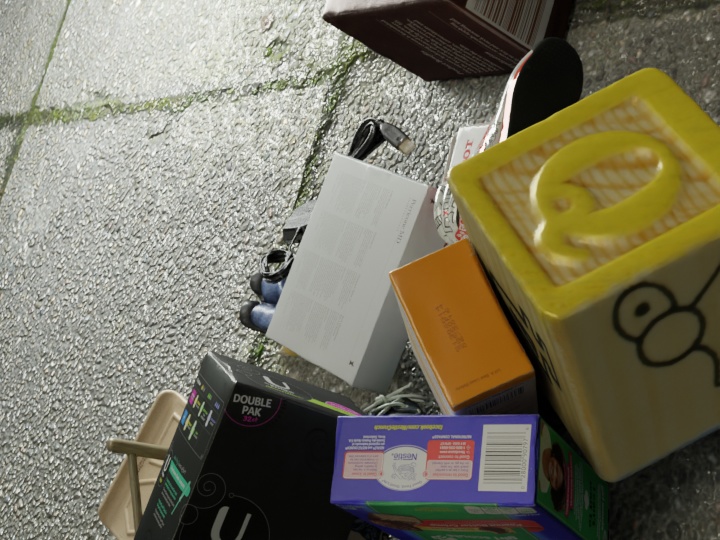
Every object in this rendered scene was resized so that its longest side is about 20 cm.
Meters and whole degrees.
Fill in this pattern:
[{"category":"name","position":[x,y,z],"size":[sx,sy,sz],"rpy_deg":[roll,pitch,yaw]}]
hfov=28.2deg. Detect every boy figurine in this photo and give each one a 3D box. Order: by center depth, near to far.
[{"category":"boy figurine","position":[-0.050,0.035,1.551],"size":[0.200,0.064,0.125],"rpy_deg":[3,72,50]}]

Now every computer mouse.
[{"category":"computer mouse","position":[0.036,-0.067,1.499],"size":[0.141,0.046,0.200],"rpy_deg":[-59,44,25]},{"category":"computer mouse","position":[-0.064,-0.028,1.562],"size":[0.059,0.034,0.200],"rpy_deg":[-11,22,22]}]

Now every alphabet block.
[{"category":"alphabet block","position":[0.206,0.002,1.092],"size":[0.195,0.200,0.196],"rpy_deg":[-28,42,-5]}]

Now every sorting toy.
[{"category":"sorting toy","position":[-0.211,0.257,1.650],"size":[0.200,0.036,0.185],"rpy_deg":[32,95,49]}]

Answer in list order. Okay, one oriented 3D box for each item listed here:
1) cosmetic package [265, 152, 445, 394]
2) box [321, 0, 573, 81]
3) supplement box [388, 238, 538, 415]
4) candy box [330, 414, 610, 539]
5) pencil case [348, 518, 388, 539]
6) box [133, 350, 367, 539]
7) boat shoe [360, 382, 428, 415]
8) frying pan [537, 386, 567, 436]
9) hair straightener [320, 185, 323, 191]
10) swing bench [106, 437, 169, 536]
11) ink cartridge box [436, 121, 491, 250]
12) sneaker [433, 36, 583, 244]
[{"category":"cosmetic package","position":[0.000,0.000,1.384],"size":[0.151,0.052,0.200],"rpy_deg":[26,96,52]},{"category":"box","position":[0.099,-0.306,1.479],"size":[0.200,0.166,0.164],"rpy_deg":[4,74,51]},{"category":"supplement box","position":[0.090,0.074,1.184],"size":[0.073,0.200,0.126],"rpy_deg":[-24,68,-2]},{"category":"candy box","position":[0.093,0.177,1.146],"size":[0.169,0.200,0.077],"rpy_deg":[-3,68,26]},{"category":"pencil case","position":[-0.026,0.290,1.295],"size":[0.078,0.089,0.200],"rpy_deg":[-2,61,35]},{"category":"box","position":[-0.091,0.193,1.229],"size":[0.200,0.148,0.124],"rpy_deg":[-68,19,2]},{"category":"boat shoe","position":[0.032,0.142,1.305],"size":[0.075,0.200,0.062],"rpy_deg":[-23,83,3]},{"category":"frying pan","position":[0.146,0.059,1.273],"size":[0.115,0.031,0.190],"rpy_deg":[-26,76,49]},{"category":"hair straightener","position":[-0.018,-0.001,1.459],"size":[0.077,0.041,0.200],"rpy_deg":[-25,62,7]},{"category":"swing bench","position":[-0.119,0.223,1.423],"size":[0.199,0.200,0.130],"rpy_deg":[-2,94,59]},{"category":"ink cartridge box","position":[0.169,-0.063,1.325],"size":[0.200,0.083,0.147],"rpy_deg":[-2,69,50]},{"category":"sneaker","position":[0.126,-0.112,1.278],"size":[0.108,0.067,0.202],"rpy_deg":[-24,41,58]}]
